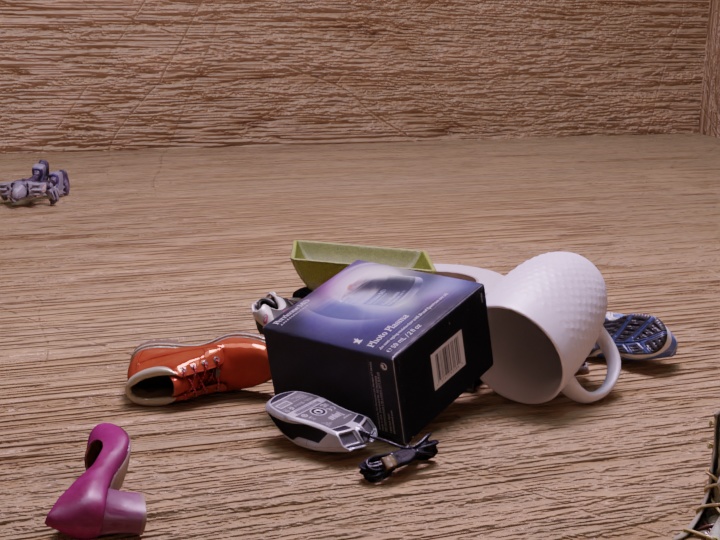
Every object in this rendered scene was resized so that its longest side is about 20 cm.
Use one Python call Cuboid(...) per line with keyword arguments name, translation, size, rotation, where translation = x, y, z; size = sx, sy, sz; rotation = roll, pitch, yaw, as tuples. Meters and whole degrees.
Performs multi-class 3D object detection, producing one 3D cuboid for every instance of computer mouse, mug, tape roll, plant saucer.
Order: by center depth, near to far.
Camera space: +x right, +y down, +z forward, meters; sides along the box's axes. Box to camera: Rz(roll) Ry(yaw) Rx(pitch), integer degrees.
Cuboid(name="computer mouse", translation=(-0.020, 0.186, 1.570), size=(0.199, 0.044, 0.109), rotation=(18, 25, 33))
Cuboid(name="mug", translation=(0.250, 0.079, 1.784), size=(0.175, 0.200, 0.148), rotation=(-43, 2, -41))
Cuboid(name="plant saucer", translation=(0.000, 0.000, 1.983), size=(0.198, 0.048, 0.200), rotation=(5, 9, -2))
Cuboid(name="tape roll", translation=(0.123, 0.045, 2.109), size=(0.201, 0.071, 0.203), rotation=(3, 14, -1))

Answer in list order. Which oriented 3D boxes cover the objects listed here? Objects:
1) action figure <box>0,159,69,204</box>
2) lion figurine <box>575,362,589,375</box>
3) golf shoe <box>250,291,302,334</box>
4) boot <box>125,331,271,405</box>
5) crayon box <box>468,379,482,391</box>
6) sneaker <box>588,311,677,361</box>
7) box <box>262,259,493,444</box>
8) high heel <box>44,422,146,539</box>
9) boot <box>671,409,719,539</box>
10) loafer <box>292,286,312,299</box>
Cuboid(name="action figure", translation=(-0.674, -0.172, 2.917), size=(0.129, 0.070, 0.200), rotation=(12, 19, 10))
Cuboid(name="lion figurine", translation=(0.239, 0.091, 1.923), size=(0.122, 0.073, 0.200), rotation=(-11, 22, 4))
Cuboid(name="golf shoe", translation=(-0.105, 0.060, 1.934), size=(0.077, 0.088, 0.200), rotation=(-38, 11, 5))
Cuboid(name="boot", translation=(-0.192, 0.129, 1.733), size=(0.199, 0.076, 0.107), rotation=(-6, 16, 4))
Cuboid(name="crayon box", translation=(0.077, 0.107, 1.886), size=(0.199, 0.051, 0.127), rotation=(7, 15, 21))
Cuboid(name="sneaker", translation=(0.350, 0.095, 1.969), size=(0.199, 0.076, 0.077), rotation=(11, -10, 42))
Cuboid(name="box", translation=(0.022, 0.091, 1.702), size=(0.198, 0.124, 0.200), rotation=(10, 31, 36))
Cuboid(name="high heel", translation=(-0.276, 0.201, 1.399), size=(0.096, 0.068, 0.200), rotation=(8, 14, -22))
Cuboid(name="boot", translation=(0.326, 0.208, 1.275), size=(0.199, 0.156, 0.072), rotation=(-9, 17, -39))
Cuboid(name="loafer", translation=(-0.029, 0.054, 2.017), size=(0.070, 0.069, 0.200), rotation=(-19, 14, -32))
